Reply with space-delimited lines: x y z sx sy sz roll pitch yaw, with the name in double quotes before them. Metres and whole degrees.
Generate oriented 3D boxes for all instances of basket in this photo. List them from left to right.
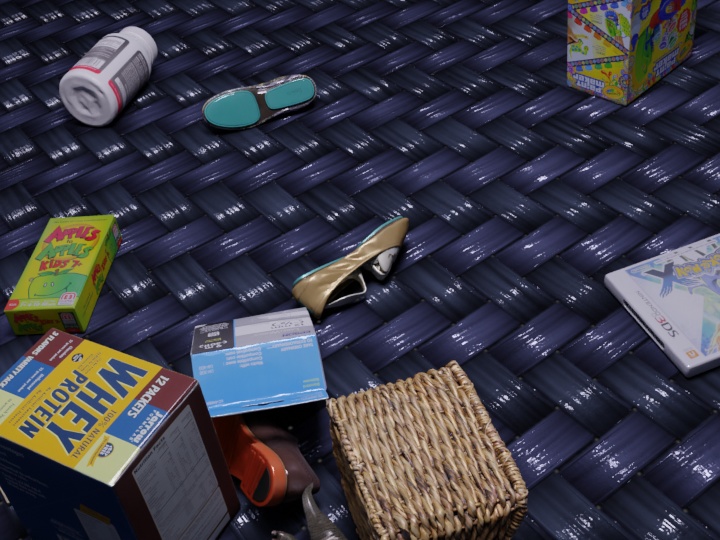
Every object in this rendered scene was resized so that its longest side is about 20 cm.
"basket" 0.065 0.215 0.925 0.148 0.144 0.200 -15 38 -11

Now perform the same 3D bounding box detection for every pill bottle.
"pill bottle" -0.448 -0.358 1.710 0.110 0.111 0.201 7 43 18

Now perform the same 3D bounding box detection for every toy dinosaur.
"toy dinosaur" -0.041 0.303 0.912 0.101 0.077 0.201 6 36 -1

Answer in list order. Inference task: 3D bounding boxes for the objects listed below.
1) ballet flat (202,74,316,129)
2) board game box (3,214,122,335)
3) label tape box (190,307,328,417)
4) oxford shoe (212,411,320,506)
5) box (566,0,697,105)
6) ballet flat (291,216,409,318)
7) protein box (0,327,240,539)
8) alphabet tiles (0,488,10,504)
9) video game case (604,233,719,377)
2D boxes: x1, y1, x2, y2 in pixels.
"ballet flat" -0.174 -0.287 1.622 0.199 0.072 0.072 -16 41 -8
"board game box" -0.415 0.003 1.334 0.101 0.048 0.201 -3 41 8
"label tape box" -0.118 0.102 1.079 0.142 0.067 0.200 -9 9 -6
"oxford shoe" -0.114 0.198 1.054 0.072 0.072 0.200 8 21 -35
"box" 0.443 -0.411 1.539 0.200 0.194 0.122 -37 47 -28
"ballet flat" 0.000 0.000 1.262 0.199 0.069 0.063 -33 73 -22
"protein box" -0.256 0.197 0.960 0.197 0.201 0.135 15 45 26
"alphabet tiles" -0.391 0.193 1.141 0.199 0.006 0.166 -30 44 -22
"video game case" 0.433 0.033 1.158 0.199 0.022 0.183 -18 41 -11
